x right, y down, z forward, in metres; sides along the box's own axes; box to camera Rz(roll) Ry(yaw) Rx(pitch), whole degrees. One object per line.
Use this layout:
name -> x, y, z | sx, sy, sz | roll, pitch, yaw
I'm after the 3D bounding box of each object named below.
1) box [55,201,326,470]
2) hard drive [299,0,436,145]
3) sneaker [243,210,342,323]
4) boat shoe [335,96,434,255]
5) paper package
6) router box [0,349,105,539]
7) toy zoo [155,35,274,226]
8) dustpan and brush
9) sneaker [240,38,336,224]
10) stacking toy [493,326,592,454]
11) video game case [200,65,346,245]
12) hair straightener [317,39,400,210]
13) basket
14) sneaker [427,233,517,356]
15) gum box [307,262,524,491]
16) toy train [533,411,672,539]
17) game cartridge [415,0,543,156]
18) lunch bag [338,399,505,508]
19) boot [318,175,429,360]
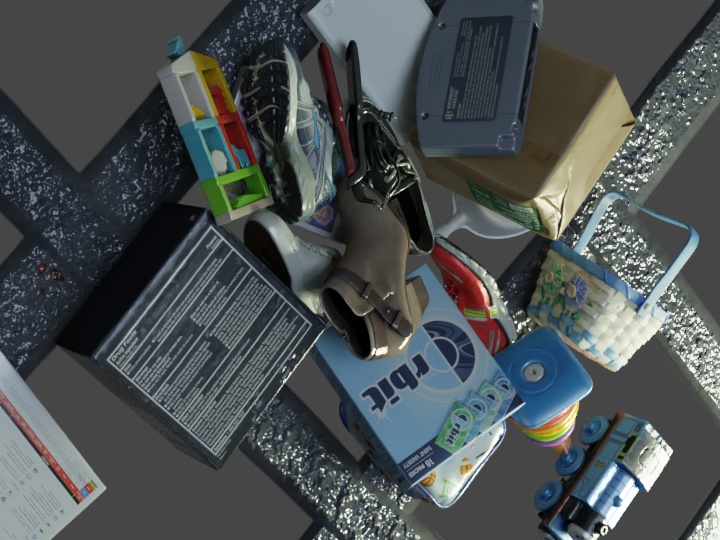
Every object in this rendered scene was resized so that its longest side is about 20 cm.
box -> -0.181, 0.066, 1.620 | 0.198, 0.123, 0.201 | 46, 73, -28
hard drive -> 0.032, -0.265, 1.760 | 0.132, 0.026, 0.200 | -48, 118, -17
sneaker -> -0.069, -0.016, 1.688 | 0.085, 0.072, 0.201 | -49, 146, -20
boat shoe -> 0.036, -0.110, 1.741 | 0.070, 0.063, 0.202 | -34, 112, -23
paper package -> 0.185, -0.165, 1.755 | 0.192, 0.199, 0.104 | -55, 146, -10
router box -> -0.390, 0.208, 1.556 | 0.179, 0.049, 0.201 | -41, 115, -20
toy zoo -> -0.157, -0.152, 1.596 | 0.202, 0.020, 0.131 | 69, 19, -3
dustpan and brush -> 0.144, -0.079, 1.846 | 0.200, 0.057, 0.140 | -40, 104, -27
sneaker -> -0.073, -0.159, 1.675 | 0.086, 0.077, 0.203 | -23, 112, -45
stacking toy -> 0.233, 0.176, 1.896 | 0.109, 0.116, 0.201 | -32, 143, -4
video game case -> -0.073, -0.128, 1.720 | 0.198, 0.018, 0.145 | 21, 85, -32
hair straightener -> 0.008, -0.163, 1.681 | 0.076, 0.041, 0.202 | -10, 75, -15
basket -> 0.315, 0.008, 1.884 | 0.139, 0.176, 0.201 | 37, 87, -33
sneaker -> 0.124, 0.042, 1.820 | 0.085, 0.077, 0.201 | -39, 128, -8
gum box -> 0.063, 0.121, 1.736 | 0.169, 0.045, 0.201 | -32, 82, -18
toy train -> 0.308, 0.272, 1.952 | 0.087, 0.114, 0.201 | 46, 73, -27
game cartridge -> 0.131, -0.222, 1.723 | 0.042, 0.132, 0.202 | 41, 55, -53
lunch bag -> 0.080, 0.178, 1.825 | 0.200, 0.075, 0.161 | 48, 70, -26
boot -> 0.000, 0.000, 1.673 | 0.201, 0.070, 0.146 | 56, 38, 2
